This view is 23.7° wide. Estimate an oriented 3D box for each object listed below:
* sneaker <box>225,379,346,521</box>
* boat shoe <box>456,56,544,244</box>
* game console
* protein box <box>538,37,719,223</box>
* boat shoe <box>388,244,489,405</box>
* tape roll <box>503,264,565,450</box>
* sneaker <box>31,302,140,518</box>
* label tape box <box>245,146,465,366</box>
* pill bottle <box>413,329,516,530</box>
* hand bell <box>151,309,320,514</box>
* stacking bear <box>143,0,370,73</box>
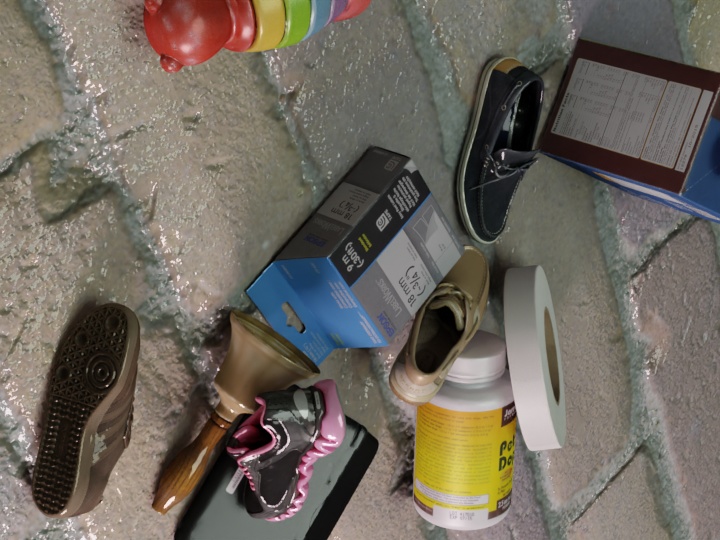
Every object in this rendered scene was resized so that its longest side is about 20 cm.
[{"bbox_3d":[-0.087,0.168,1.594,0.095,0.079,0.200,-2,142,-26],"label":"sneaker"},{"bbox_3d":[0.150,-0.121,1.795,0.074,0.062,0.201,-6,112,-44],"label":"boat shoe"},{"bbox_3d":[-0.082,0.227,1.747,0.176,0.116,0.200,32,82,-16],"label":"game console"},{"bbox_3d":[0.343,-0.143,1.871,0.198,0.200,0.135,18,93,-46],"label":"protein box"},{"bbox_3d":[0.092,0.046,1.759,0.065,0.071,0.200,118,-4,-56],"label":"boat shoe"},{"bbox_3d":[0.190,0.095,1.854,0.203,0.037,0.204,-8,90,-78],"label":"tape roll"},{"bbox_3d":[-0.236,0.123,1.533,0.075,0.070,0.201,7,106,-65],"label":"sneaker"},{"bbox_3d":[0.000,0.000,1.698,0.200,0.063,0.144,-50,133,-18],"label":"label tape box"},{"bbox_3d":[0.113,0.169,1.845,0.109,0.109,0.201,-17,118,-39],"label":"pill bottle"},{"bbox_3d":[-0.138,0.146,1.629,0.104,0.104,0.200,31,97,-46],"label":"hand bell"},{"bbox_3d":[-0.098,-0.237,1.479,0.200,0.114,0.122,-28,124,-28],"label":"stacking bear"}]
